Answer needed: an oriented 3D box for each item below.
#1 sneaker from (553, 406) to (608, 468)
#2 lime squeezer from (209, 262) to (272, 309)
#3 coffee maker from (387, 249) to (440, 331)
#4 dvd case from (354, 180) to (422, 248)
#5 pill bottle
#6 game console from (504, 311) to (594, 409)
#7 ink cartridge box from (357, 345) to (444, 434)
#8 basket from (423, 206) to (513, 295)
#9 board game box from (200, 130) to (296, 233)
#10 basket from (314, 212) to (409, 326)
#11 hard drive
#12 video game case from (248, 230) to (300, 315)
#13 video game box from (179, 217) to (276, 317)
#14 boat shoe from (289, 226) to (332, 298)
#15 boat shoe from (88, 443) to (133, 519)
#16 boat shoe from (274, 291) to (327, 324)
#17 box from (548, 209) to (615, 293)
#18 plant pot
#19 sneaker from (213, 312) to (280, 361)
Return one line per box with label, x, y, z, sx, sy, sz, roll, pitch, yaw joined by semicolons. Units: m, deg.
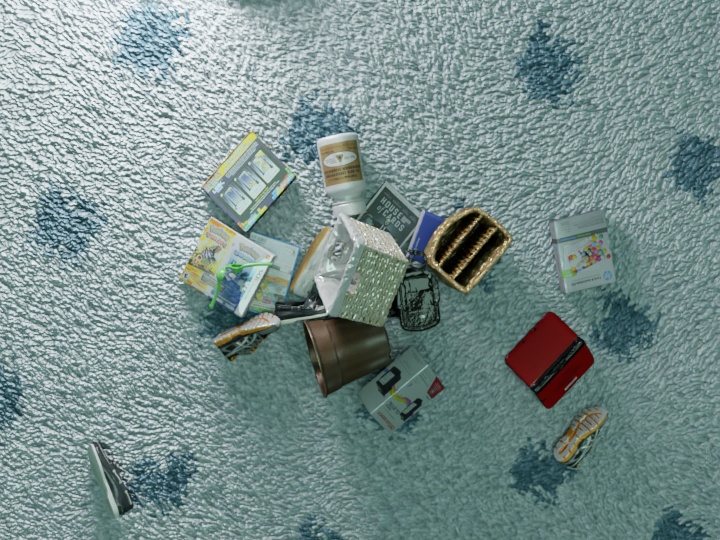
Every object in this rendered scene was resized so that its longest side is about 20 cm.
sneaker;0.636;0.474;1.733;0.077;0.078;0.201;40;93;-20
lime squeezer;-0.322;0.014;1.551;0.197;0.038;0.072;-35;91;2
coffee maker;0.136;0.046;1.580;0.131;0.200;0.198;15;94;-8
dvd case;0.060;-0.115;1.648;0.149;0.025;0.201;40;90;-8
pill bottle;-0.043;-0.245;1.582;0.111;0.114;0.207;-10;96;-5
game console;0.538;0.257;1.729;0.200;0.119;0.173;-45;128;-1
ink cartridge box;0.109;0.321;1.624;0.199;0.083;0.146;-40;136;-2
basket;0.269;-0.063;1.575;0.143;0.149;0.200;44;87;-14
board game box;-0.290;-0.229;1.588;0.165;0.057;0.200;44;90;-5
basket;0.000;0.000;1.504;0.157;0.201;0.203;16;110;-21
hard drive;0.234;-0.064;1.657;0.195;0.025;0.135;21;92;-14
video game case;-0.254;0.014;1.629;0.139;0.018;0.206;17;92;-7
video game box;-0.346;-0.009;1.592;0.196;0.047;0.186;30;90;0
boat shoe;-0.115;-0.019;1.617;0.068;0.071;0.203;27;105;-18
boat shoe;-0.661;0.547;1.610;0.059;0.075;0.205;-19;86;-41
boat shoe;-0.136;0.091;1.601;0.193;0.074;0.068;-12;95;13
box;0.619;-0.053;1.702;0.151;0.041;0.207;-12;97;-4
plant pot;-0.031;0.200;1.587;0.193;0.200;0.206;-17;96;-11
sneaker;-0.287;0.174;1.592;0.195;0.079;0.079;-22;106;22
